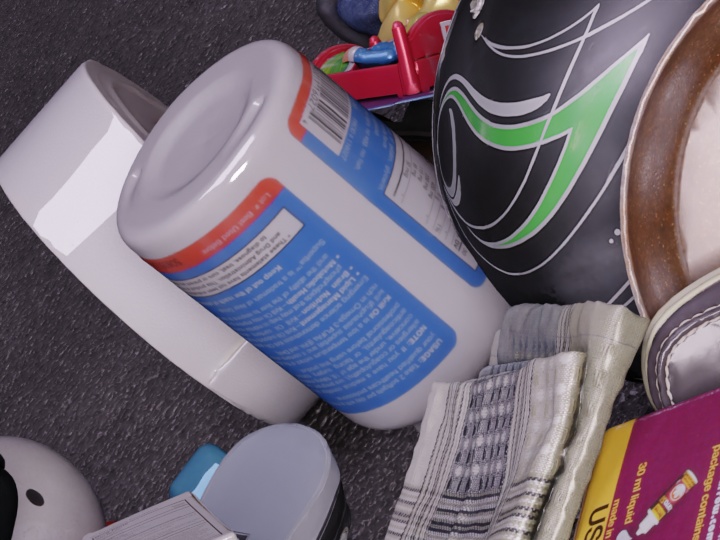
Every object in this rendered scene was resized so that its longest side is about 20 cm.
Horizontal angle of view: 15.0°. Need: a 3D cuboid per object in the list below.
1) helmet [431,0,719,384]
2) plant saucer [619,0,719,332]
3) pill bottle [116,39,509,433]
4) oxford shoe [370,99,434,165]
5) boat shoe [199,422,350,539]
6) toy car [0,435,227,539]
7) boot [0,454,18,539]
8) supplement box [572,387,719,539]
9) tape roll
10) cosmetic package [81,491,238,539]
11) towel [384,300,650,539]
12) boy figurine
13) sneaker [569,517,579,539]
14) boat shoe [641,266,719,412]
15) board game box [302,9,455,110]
[{"bbox_3d":[0.134,-0.053,1.055,0.200,0.200,0.191,-56,28,-11],"label":"helmet"},{"bbox_3d":[0.190,-0.022,0.940,0.200,0.200,0.034,-47,0,9],"label":"plant saucer"},{"bbox_3d":[0.000,0.000,1.194,0.112,0.200,0.112,-38,27,24],"label":"pill bottle"},{"bbox_3d":[0.013,-0.035,1.379,0.200,0.072,0.085,-3,69,68],"label":"oxford shoe"},{"bbox_3d":[-0.064,0.158,1.137,0.073,0.068,0.200,7,50,28],"label":"boat shoe"},{"bbox_3d":[-0.138,0.142,1.235,0.185,0.200,0.177,-53,25,-3],"label":"toy car"},{"bbox_3d":[-0.162,0.186,1.150,0.073,0.163,0.198,-24,-23,-54],"label":"boot"},{"bbox_3d":[0.176,0.095,0.851,0.200,0.131,0.103,-24,36,43],"label":"supplement box"},{"bbox_3d":[-0.084,-0.013,1.355,0.071,0.202,0.202,-47,25,6],"label":"tape roll"},{"bbox_3d":[-0.041,0.187,1.004,0.051,0.201,0.083,-22,11,-10],"label":"cosmetic package"},{"bbox_3d":[0.034,0.102,0.976,0.193,0.034,0.201,153,140,-80],"label":"towel"},{"bbox_3d":[0.054,-0.162,1.488,0.125,0.064,0.200,-58,26,-15],"label":"boy figurine"},{"bbox_3d":[0.093,0.159,0.984,0.200,0.076,0.105,-52,32,28],"label":"sneaker"},{"bbox_3d":[0.191,0.023,0.896,0.199,0.072,0.065,-5,9,8],"label":"boat shoe"},{"bbox_3d":[0.024,-0.107,1.351,0.199,0.039,0.158,-11,7,10],"label":"board game box"}]
